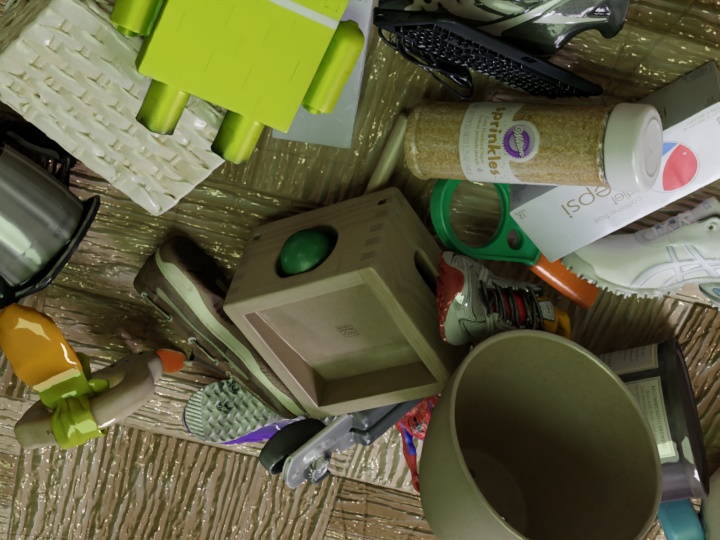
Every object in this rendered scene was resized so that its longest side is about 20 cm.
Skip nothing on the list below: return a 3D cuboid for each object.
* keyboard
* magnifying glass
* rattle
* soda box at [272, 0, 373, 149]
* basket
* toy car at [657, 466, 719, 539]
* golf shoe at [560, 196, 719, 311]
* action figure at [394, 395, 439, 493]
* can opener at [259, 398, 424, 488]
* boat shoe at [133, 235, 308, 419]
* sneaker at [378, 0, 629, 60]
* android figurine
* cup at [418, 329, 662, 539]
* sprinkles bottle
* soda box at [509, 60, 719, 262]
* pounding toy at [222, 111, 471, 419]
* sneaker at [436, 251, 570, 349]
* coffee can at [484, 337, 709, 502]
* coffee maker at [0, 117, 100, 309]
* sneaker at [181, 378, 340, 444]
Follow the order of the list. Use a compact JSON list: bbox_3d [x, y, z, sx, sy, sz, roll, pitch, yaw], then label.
[{"bbox_3d":[0.090,-0.153,1.133,0.200,0.040,0.104,16,179,-44],"label":"keyboard"},{"bbox_3d":[0.137,-0.024,1.289,0.200,0.080,0.022,34,165,-30],"label":"magnifying glass"},{"bbox_3d":[-0.247,0.071,1.356,0.130,0.200,0.143,-32,96,38],"label":"rattle"},{"bbox_3d":[-0.025,-0.196,1.159,0.068,0.064,0.200,9,130,0],"label":"soda box"},{"bbox_3d":[-0.180,-0.159,1.167,0.200,0.124,0.135,38,124,-23],"label":"basket"},{"bbox_3d":[0.408,0.288,1.478,0.184,0.177,0.200,-20,154,4],"label":"toy car"},{"bbox_3d":[0.272,-0.025,1.273,0.199,0.078,0.097,6,117,-8],"label":"golf shoe"},{"bbox_3d":[0.090,0.194,1.448,0.065,0.099,0.200,-31,118,26],"label":"action figure"},{"bbox_3d":[-0.006,0.125,1.369,0.067,0.200,0.053,37,152,29],"label":"can opener"},{"bbox_3d":[-0.128,0.063,1.360,0.075,0.075,0.202,-38,94,22],"label":"boat shoe"},{"bbox_3d":[0.115,-0.198,1.141,0.199,0.067,0.091,-7,126,9],"label":"sneaker"},{"bbox_3d":[-0.084,-0.182,1.076,0.182,0.041,0.200,19,106,-18],"label":"android figurine"},{"bbox_3d":[0.127,0.171,1.229,0.200,0.201,0.143,25,140,-14],"label":"cup"},{"bbox_3d":[0.136,-0.101,1.178,0.200,0.068,0.068,5,133,28],"label":"sprinkles bottle"},{"bbox_3d":[0.223,-0.088,1.222,0.200,0.064,0.068,-28,121,26],"label":"soda box"},{"bbox_3d":[0.000,0.000,1.289,0.184,0.142,0.200,-15,128,30],"label":"pounding toy"},{"bbox_3d":[0.121,0.029,1.260,0.082,0.078,0.200,-7,164,26],"label":"sneaker"},{"bbox_3d":[0.207,0.152,1.366,0.200,0.147,0.147,-12,127,16],"label":"coffee can"},{"bbox_3d":[-0.357,-0.063,1.259,0.192,0.135,0.200,-32,119,29],"label":"coffee maker"},{"bbox_3d":[-0.077,0.129,1.434,0.200,0.070,0.100,-3,169,-15],"label":"sneaker"}]
